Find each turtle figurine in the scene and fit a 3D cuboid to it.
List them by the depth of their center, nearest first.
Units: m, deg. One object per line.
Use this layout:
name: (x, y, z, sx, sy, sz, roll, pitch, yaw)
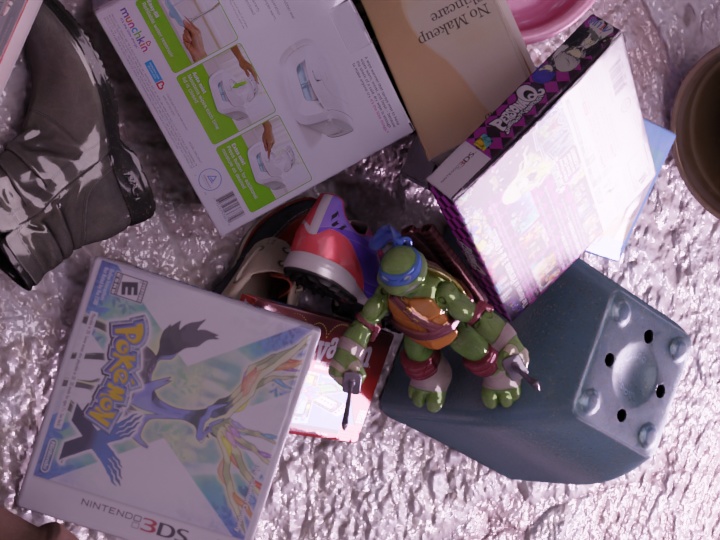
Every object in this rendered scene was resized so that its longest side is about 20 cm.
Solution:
turtle figurine: (0.057, 0.080, 1.176, 0.144, 0.201, 0.194, -33, 148, 5)

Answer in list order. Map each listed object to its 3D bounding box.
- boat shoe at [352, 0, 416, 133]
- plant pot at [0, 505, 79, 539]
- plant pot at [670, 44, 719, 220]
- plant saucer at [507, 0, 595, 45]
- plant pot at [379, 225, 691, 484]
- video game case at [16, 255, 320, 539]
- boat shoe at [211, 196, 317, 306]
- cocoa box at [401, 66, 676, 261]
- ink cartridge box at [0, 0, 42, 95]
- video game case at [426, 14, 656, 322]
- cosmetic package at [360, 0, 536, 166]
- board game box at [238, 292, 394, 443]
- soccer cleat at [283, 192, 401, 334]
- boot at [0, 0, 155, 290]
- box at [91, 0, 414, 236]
boat shoe: (0.007, -0.205, 1.272, 0.072, 0.072, 0.201, -32, 111, -31)
plant pot: (-0.305, 0.211, 1.016, 0.175, 0.200, 0.200, 47, 65, -9)
plant pot: (0.449, -0.151, 1.553, 0.173, 0.199, 0.201, -19, 105, -50)
plant saucer: (0.121, -0.293, 1.286, 0.199, 0.051, 0.202, -2, 97, -14)
plant pot: (0.175, 0.084, 1.342, 0.196, 0.200, 0.197, 30, 77, -34)
video game case: (-0.146, 0.111, 1.142, 0.181, 0.022, 0.201, 18, 92, -6)
boat shoe: (-0.080, 0.014, 1.231, 0.200, 0.062, 0.071, -46, 116, -26)
cocoa box: (0.160, -0.102, 1.312, 0.200, 0.131, 0.134, 12, 104, -53)
ink cartridge box: (-0.239, -0.187, 1.025, 0.043, 0.173, 0.201, 29, 77, -35)
video game case: (0.148, -0.073, 1.162, 0.181, 0.036, 0.200, -45, 147, -8)
cosmetic package: (0.068, -0.193, 1.190, 0.201, 0.105, 0.071, 66, 15, 9)
board game box: (-0.048, 0.085, 1.241, 0.200, 0.019, 0.104, 17, 92, -54)
soccer cleat: (0.000, 0.000, 1.244, 0.200, 0.068, 0.074, 38, 68, -62)
boot: (-0.242, -0.095, 1.102, 0.130, 0.068, 0.201, -30, 109, -25)
box: (-0.082, -0.161, 1.150, 0.176, 0.097, 0.201, -29, 113, -1)
